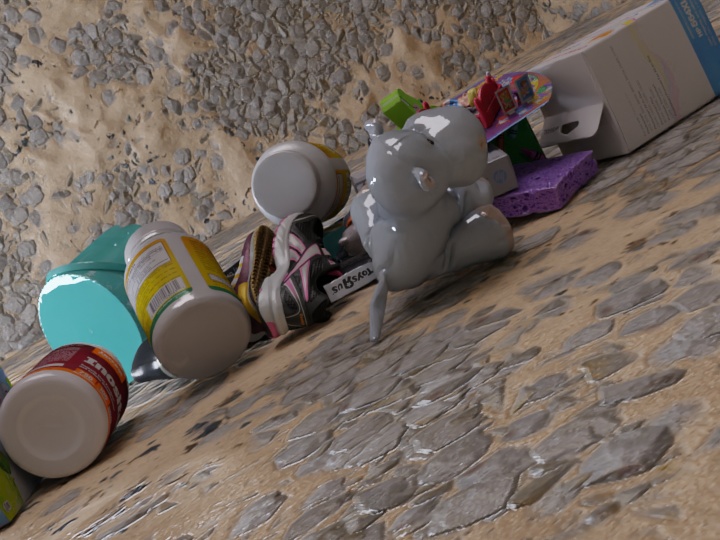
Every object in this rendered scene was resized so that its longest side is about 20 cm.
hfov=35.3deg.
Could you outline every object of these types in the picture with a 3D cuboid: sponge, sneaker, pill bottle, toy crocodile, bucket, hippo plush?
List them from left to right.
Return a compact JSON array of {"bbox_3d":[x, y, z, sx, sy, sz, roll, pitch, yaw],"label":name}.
[{"bbox_3d":[-0.316,0.143,1.236,0.112,0.113,0.200,-28,9,2],"label":"pill bottle"},{"bbox_3d":[-0.335,0.051,1.566,0.206,0.208,0.135,-22,15,36],"label":"bucket"},{"bbox_3d":[-0.208,0.026,1.303,0.112,0.113,0.200,-30,40,-8],"label":"pill bottle"},{"bbox_3d":[-0.203,0.068,1.428,0.200,0.075,0.106,-37,12,-38],"label":"sneaker"},{"bbox_3d":[-0.134,0.019,1.388,0.090,0.075,0.200,-44,18,22],"label":"sneaker"},{"bbox_3d":[-0.081,-0.114,1.500,0.112,0.113,0.200,-27,1,10],"label":"pill bottle"},{"bbox_3d":[-0.055,0.006,1.291,0.086,0.081,0.201,-5,38,12],"label":"sneaker"},{"bbox_3d":[0.040,-0.077,1.043,0.199,0.161,0.159,-29,46,-19],"label":"hippo plush"},{"bbox_3d":[0.111,-0.178,1.516,0.067,0.199,0.062,-36,29,43],"label":"toy crocodile"},{"bbox_3d":[0.148,-0.083,1.233,0.199,0.030,0.112,-9,20,36],"label":"sponge"}]

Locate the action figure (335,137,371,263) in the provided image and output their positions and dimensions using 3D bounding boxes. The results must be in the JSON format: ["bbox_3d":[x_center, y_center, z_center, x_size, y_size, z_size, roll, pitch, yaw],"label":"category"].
[{"bbox_3d":[0.008,-0.076,1.453,0.199,0.105,0.194,-29,24,33],"label":"action figure"}]

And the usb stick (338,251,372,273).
[{"bbox_3d":[0.000,0.000,1.321,0.199,0.033,0.056,-23,19,34],"label":"usb stick"}]

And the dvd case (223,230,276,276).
[{"bbox_3d":[-0.142,-0.006,1.609,0.150,0.025,0.200,-38,-6,9],"label":"dvd case"}]

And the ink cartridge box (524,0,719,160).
[{"bbox_3d":[0.297,-0.214,1.290,0.199,0.126,0.128,-31,9,-21],"label":"ink cartridge box"}]

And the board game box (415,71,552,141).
[{"bbox_3d":[0.110,-0.180,1.248,0.199,0.039,0.158,-33,26,-7],"label":"board game box"}]

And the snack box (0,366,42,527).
[{"bbox_3d":[-0.406,0.171,1.176,0.067,0.169,0.200,-30,9,2],"label":"snack box"}]

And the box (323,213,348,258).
[{"bbox_3d":[-0.024,-0.041,1.567,0.200,0.049,0.082,-34,10,-27],"label":"box"}]

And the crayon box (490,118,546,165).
[{"bbox_3d":[0.175,-0.159,1.385,0.058,0.119,0.200,-28,9,5],"label":"crayon box"}]

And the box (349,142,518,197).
[{"bbox_3d":[0.075,-0.099,1.251,0.155,0.041,0.200,-24,16,-1],"label":"box"}]
